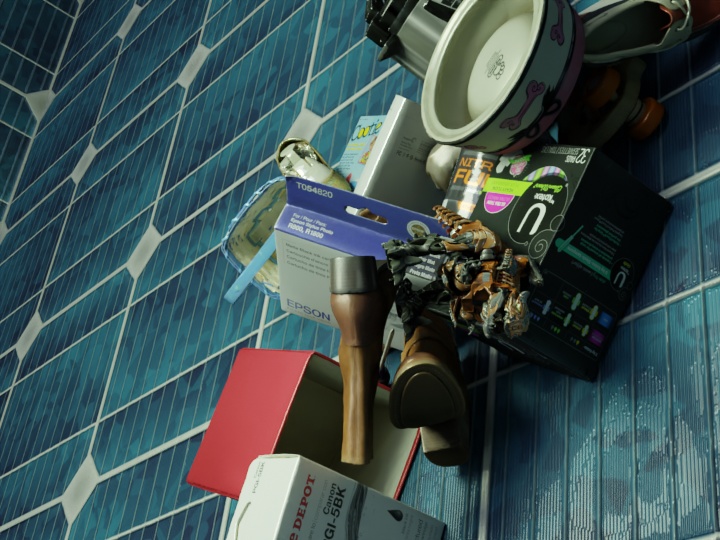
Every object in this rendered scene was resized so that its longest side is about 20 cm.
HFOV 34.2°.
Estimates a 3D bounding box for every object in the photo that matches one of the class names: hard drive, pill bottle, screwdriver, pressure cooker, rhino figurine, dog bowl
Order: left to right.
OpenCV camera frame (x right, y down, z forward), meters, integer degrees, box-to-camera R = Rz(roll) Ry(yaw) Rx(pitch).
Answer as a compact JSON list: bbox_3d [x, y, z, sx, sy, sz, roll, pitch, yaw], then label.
[{"bbox_3d":[0.022,0.101,1.327,0.028,0.029,0.200,-50,-16,-22],"label":"screwdriver"},{"bbox_3d":[0.053,-0.101,1.427,0.027,0.132,0.200,33,103,45],"label":"hard drive"},{"bbox_3d":[0.107,-0.315,1.451,0.179,0.200,0.176,-53,0,25],"label":"pressure cooker"},{"bbox_3d":[0.162,-0.160,1.385,0.200,0.087,0.060,-41,37,18],"label":"rhino figurine"},{"bbox_3d":[0.155,-0.101,1.298,0.106,0.106,0.200,14,85,60],"label":"pill bottle"},{"bbox_3d":[0.148,-0.208,1.194,0.200,0.074,0.200,-42,35,40],"label":"dog bowl"}]

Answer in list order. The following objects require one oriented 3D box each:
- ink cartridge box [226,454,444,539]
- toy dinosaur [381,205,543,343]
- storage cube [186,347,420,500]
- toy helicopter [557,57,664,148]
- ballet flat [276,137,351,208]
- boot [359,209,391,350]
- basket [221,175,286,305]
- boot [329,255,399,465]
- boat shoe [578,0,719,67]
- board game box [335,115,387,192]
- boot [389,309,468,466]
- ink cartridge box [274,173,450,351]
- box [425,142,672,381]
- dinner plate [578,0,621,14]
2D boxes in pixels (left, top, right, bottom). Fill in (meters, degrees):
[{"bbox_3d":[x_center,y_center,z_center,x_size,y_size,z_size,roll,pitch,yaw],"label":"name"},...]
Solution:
[{"bbox_3d":[-0.028,0.286,1.169,0.083,0.200,0.147,-14,53,52],"label":"ink cartridge box"},{"bbox_3d":[0.096,0.004,1.099,0.136,0.102,0.200,-14,15,-2],"label":"toy dinosaur"},{"bbox_3d":[-0.062,0.199,1.332,0.180,0.171,0.200,-4,61,58],"label":"storage cube"},{"bbox_3d":[0.266,-0.201,1.300,0.132,0.079,0.200,-44,21,44],"label":"toy helicopter"},{"bbox_3d":[-0.068,-0.125,1.519,0.071,0.071,0.200,-55,27,10],"label":"ballet flat"},{"bbox_3d":[0.020,0.007,1.391,0.200,0.155,0.074,-43,34,29],"label":"boot"},{"bbox_3d":[-0.110,-0.046,1.633,0.176,0.139,0.200,-49,-1,21],"label":"basket"},{"bbox_3d":[0.011,0.088,1.164,0.188,0.068,0.200,38,-132,-88],"label":"boot"},{"bbox_3d":[0.301,-0.258,1.198,0.200,0.071,0.063,-18,15,0],"label":"boat shoe"},{"bbox_3d":[0.022,-0.091,1.528,0.105,0.103,0.200,11,74,61],"label":"board game box"},{"bbox_3d":[0.066,0.094,1.198,0.074,0.200,0.155,-9,55,6],"label":"boot"},{"bbox_3d":[0.000,0.000,1.308,0.200,0.199,0.041,89,-156,-48],"label":"ink cartridge box"},{"bbox_3d":[0.187,-0.013,1.177,0.149,0.124,0.200,16,79,60],"label":"box"},{"bbox_3d":[0.230,-0.267,1.327,0.200,0.024,0.200,-30,5,3],"label":"dinner plate"}]
